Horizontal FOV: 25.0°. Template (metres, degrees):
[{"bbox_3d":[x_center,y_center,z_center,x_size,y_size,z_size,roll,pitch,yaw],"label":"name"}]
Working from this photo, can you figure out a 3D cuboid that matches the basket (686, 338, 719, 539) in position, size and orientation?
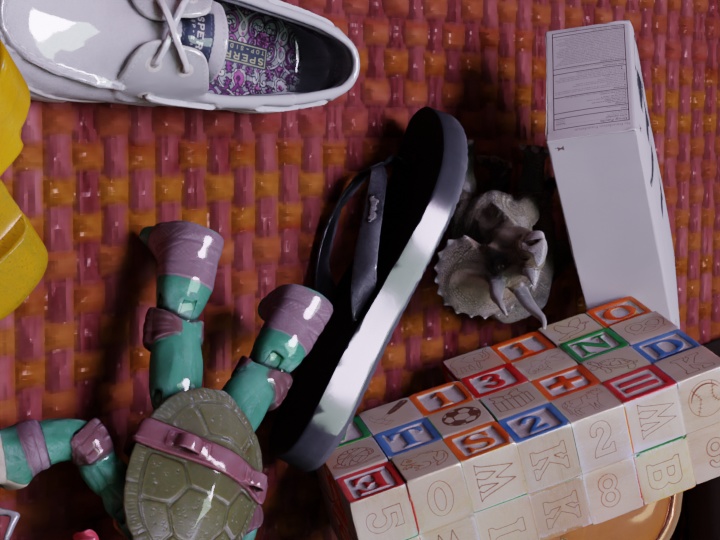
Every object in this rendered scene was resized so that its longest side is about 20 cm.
[{"bbox_3d":[0.284,0.144,1.063,0.136,0.180,0.201,-37,113,-71],"label":"basket"}]

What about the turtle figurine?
[{"bbox_3d":[-0.083,0.086,0.708,0.150,0.100,0.201,42,59,-40],"label":"turtle figurine"}]

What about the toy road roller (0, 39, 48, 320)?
[{"bbox_3d":[-0.195,-0.015,0.563,0.200,0.123,0.146,-55,140,-28],"label":"toy road roller"}]

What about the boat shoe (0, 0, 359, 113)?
[{"bbox_3d":[-0.082,-0.099,0.705,0.200,0.068,0.072,12,85,-46],"label":"boat shoe"}]

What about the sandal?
[{"bbox_3d":[0.000,0.000,0.805,0.043,0.076,0.201,29,70,-16],"label":"sandal"}]

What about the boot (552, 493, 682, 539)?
[{"bbox_3d":[0.105,0.139,0.926,0.154,0.074,0.201,29,70,-40],"label":"boot"}]

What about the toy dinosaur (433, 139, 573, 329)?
[{"bbox_3d":[0.078,-0.012,0.889,0.200,0.077,0.103,42,58,-75],"label":"toy dinosaur"}]

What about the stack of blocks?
[{"bbox_3d":[0.078,0.086,0.830,0.199,0.115,0.059,-19,111,-10],"label":"stack of blocks"}]

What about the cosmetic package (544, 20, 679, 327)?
[{"bbox_3d":[0.142,-0.034,0.894,0.200,0.050,0.083,68,22,-48],"label":"cosmetic package"}]
